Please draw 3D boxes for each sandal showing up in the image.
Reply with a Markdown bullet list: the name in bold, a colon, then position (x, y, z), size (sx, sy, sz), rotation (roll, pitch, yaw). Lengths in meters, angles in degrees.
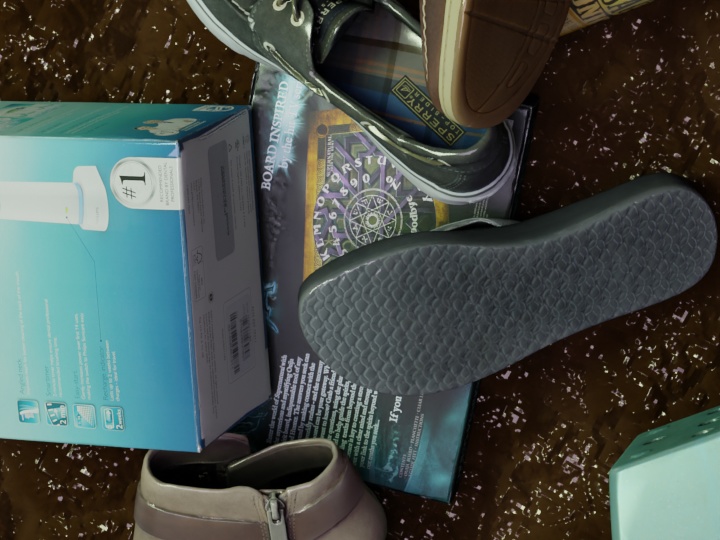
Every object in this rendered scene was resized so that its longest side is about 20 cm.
- **sandal**: position (0.066, 0.005, 1.248), size (0.199, 0.043, 0.077), rotation (-13, 117, -12)

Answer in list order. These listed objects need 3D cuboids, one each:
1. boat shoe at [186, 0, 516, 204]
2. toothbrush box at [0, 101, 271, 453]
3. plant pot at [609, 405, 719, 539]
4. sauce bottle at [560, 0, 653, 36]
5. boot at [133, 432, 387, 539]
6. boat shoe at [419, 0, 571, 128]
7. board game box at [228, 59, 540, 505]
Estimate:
- **boat shoe**: position (-0.008, -0.108, 1.226), size (0.200, 0.057, 0.069), rotation (40, 81, 14)
- **toothbrush box**: position (-0.151, -0.001, 1.277), size (0.198, 0.085, 0.148), rotation (1, 105, 22)
- **plant pot**: position (0.193, 0.162, 1.236), size (0.140, 0.141, 0.201), rotation (-21, 92, 16)
- **sauce bottle**: position (0.127, -0.153, 1.203), size (0.199, 0.066, 0.066), rotation (-21, 99, 18)
- **boot**: position (-0.085, 0.140, 1.295), size (0.198, 0.071, 0.147), rotation (-12, 135, -2)
- **boat shoe**: position (0.049, -0.164, 1.169), size (0.072, 0.072, 0.202), rotation (12, 100, 43)
- **board game box**: position (0.000, 0.000, 1.290), size (0.134, 0.028, 0.202), rotation (14, 107, 9)
